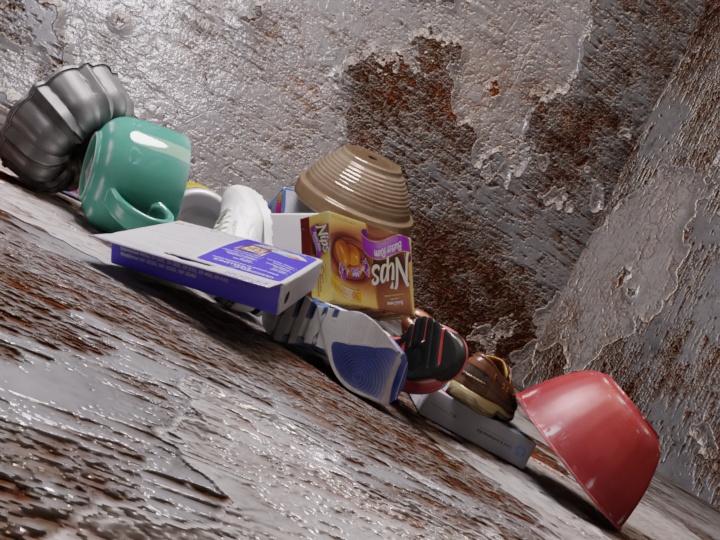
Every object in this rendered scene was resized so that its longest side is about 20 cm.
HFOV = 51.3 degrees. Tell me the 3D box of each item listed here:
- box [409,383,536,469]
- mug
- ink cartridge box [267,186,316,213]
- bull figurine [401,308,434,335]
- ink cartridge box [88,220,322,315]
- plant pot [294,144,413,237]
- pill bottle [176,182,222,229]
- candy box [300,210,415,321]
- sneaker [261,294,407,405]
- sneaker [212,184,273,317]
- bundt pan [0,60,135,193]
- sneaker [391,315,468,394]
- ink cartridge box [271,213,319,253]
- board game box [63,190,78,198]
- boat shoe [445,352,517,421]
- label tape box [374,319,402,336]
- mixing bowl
[{"bbox_3d":[0.143,0.193,1.030,0.153,0.042,0.200,29,0,-4],"label":"box"},{"bbox_3d":[-0.293,-0.120,0.964,0.112,0.156,0.184,15,-6,-28],"label":"mug"},{"bbox_3d":[-0.105,-0.065,1.294,0.133,0.078,0.199,11,-19,-22],"label":"ink cartridge box"},{"bbox_3d":[0.115,0.141,1.201,0.121,0.065,0.202,37,-17,37],"label":"bull figurine"},{"bbox_3d":[-0.158,-0.006,0.805,0.193,0.044,0.200,16,10,10],"label":"ink cartridge box"},{"bbox_3d":[0.002,-0.133,1.167,0.197,0.094,0.202,21,18,-7],"label":"plant pot"},{"bbox_3d":[-0.257,-0.074,1.140,0.113,0.116,0.200,28,1,-21],"label":"pill bottle"},{"bbox_3d":[0.000,0.000,1.025,0.056,0.120,0.198,-12,-16,36],"label":"candy box"},{"bbox_3d":[-0.014,0.083,0.891,0.197,0.082,0.115,27,2,33],"label":"sneaker"},{"bbox_3d":[-0.162,-0.038,0.972,0.079,0.077,0.203,14,44,-36],"label":"sneaker"},{"bbox_3d":[-0.389,-0.184,1.029,0.076,0.202,0.202,45,2,5],"label":"bundt pan"},{"bbox_3d":[0.080,0.107,0.882,0.085,0.075,0.199,22,-19,-22],"label":"sneaker"},{"bbox_3d":[-0.094,-0.022,1.123,0.141,0.087,0.200,0,-10,12],"label":"ink cartridge box"},{"bbox_3d":[-0.502,-0.169,1.225,0.156,0.040,0.199,29,0,-30],"label":"board game box"},{"bbox_3d":[0.170,0.146,0.959,0.071,0.069,0.199,28,0,26],"label":"boat shoe"},{"bbox_3d":[-0.034,0.080,1.094,0.141,0.067,0.200,28,-2,22],"label":"label tape box"},{"bbox_3d":[0.293,0.199,0.923,0.201,0.108,0.200,49,7,-8],"label":"mixing bowl"}]
